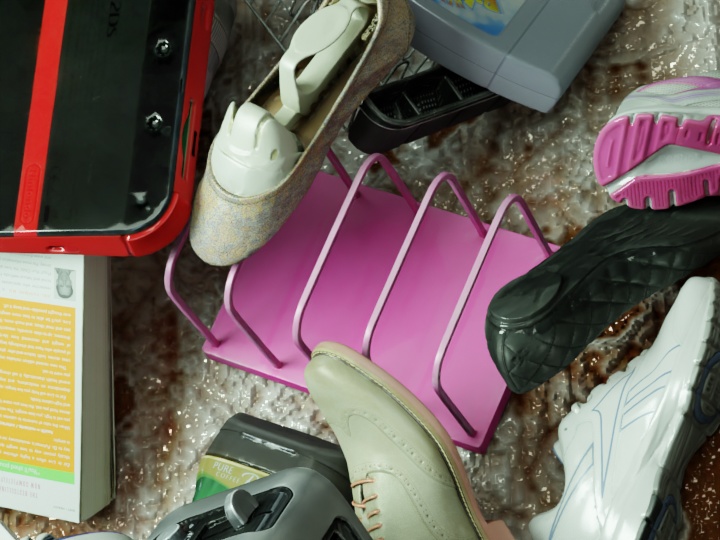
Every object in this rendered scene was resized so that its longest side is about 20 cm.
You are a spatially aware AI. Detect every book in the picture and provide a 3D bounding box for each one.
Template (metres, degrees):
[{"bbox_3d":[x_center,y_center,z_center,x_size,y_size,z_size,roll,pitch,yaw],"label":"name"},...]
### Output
[{"bbox_3d":[-0.222,0.046,1.616,0.133,0.048,0.201,8,107,22],"label":"book"}]

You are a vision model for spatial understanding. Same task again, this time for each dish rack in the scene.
[{"bbox_3d":[0.006,-0.168,1.648,0.153,0.055,0.200,-22,67,-39],"label":"dish rack"}]

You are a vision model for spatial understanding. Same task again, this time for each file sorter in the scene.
[{"bbox_3d":[0.000,0.000,1.586,0.199,0.125,0.139,18,74,23],"label":"file sorter"}]

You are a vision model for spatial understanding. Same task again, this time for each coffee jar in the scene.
[{"bbox_3d":[-0.071,0.188,1.547,0.104,0.085,0.201,17,74,29],"label":"coffee jar"}]

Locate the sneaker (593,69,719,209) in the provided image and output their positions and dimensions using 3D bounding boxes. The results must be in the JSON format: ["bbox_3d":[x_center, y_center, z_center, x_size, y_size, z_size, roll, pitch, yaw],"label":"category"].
[{"bbox_3d":[0.241,-0.082,1.572,0.199,0.082,0.088,9,32,0],"label":"sneaker"}]

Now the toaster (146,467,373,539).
[{"bbox_3d":[-0.050,0.231,1.394,0.118,0.181,0.200,-27,104,31],"label":"toaster"}]

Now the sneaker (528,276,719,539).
[{"bbox_3d":[0.161,0.090,1.531,0.087,0.075,0.201,16,72,28],"label":"sneaker"}]

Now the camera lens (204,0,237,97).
[{"bbox_3d":[-0.178,-0.131,1.677,0.159,0.160,0.201,16,73,22],"label":"camera lens"}]

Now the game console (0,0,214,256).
[{"bbox_3d":[-0.182,-0.105,1.570,0.176,0.031,0.201,0,69,13],"label":"game console"}]

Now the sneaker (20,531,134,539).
[{"bbox_3d":[-0.219,0.183,1.571,0.200,0.081,0.147,-32,29,10],"label":"sneaker"}]

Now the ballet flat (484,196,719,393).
[{"bbox_3d":[0.152,0.006,1.556,0.200,0.057,0.066,-29,37,-27],"label":"ballet flat"}]

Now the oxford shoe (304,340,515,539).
[{"bbox_3d":[0.023,0.133,1.503,0.074,0.071,0.200,-37,91,-24],"label":"oxford shoe"}]

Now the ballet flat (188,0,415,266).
[{"bbox_3d":[-0.044,-0.096,1.531,0.068,0.067,0.200,29,79,24],"label":"ballet flat"}]

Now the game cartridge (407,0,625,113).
[{"bbox_3d":[0.060,-0.187,1.632,0.200,0.041,0.133,34,48,3],"label":"game cartridge"}]

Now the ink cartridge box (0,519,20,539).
[{"bbox_3d":[-0.225,0.255,1.429,0.200,0.146,0.084,-44,40,-9],"label":"ink cartridge box"}]
